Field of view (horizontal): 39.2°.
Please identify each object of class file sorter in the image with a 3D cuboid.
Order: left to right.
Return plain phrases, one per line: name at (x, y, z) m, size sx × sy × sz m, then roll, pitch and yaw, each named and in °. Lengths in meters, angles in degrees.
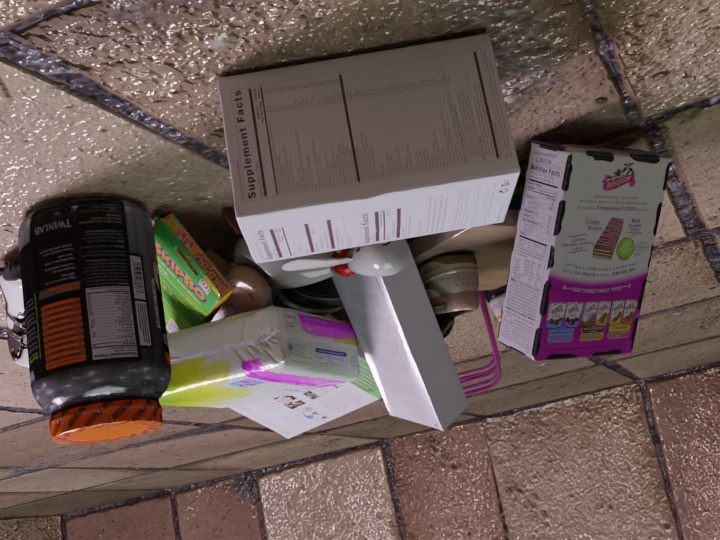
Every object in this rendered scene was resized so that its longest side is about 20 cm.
file sorter at (0.107, 0.086, 1.286) m, size 0.125 × 0.139 × 0.200 m, roll -14°, pitch -179°, yaw 7°

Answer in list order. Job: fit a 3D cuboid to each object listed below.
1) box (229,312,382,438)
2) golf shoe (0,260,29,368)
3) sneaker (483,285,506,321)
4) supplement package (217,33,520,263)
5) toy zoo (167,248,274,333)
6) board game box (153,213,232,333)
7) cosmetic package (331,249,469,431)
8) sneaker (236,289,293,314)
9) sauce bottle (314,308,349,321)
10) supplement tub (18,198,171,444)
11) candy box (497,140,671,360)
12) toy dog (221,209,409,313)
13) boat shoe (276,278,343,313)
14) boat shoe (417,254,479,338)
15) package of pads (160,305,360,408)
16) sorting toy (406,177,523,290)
box at (-0.064, 0.128, 1.184) m, size 0.200 × 0.036 × 0.144 m, roll -27°, pitch 135°, yaw 33°
golf shoe at (-0.331, 0.050, 1.050) m, size 0.077 × 0.095 × 0.200 m, roll -5°, pitch 162°, yaw -14°
sneaker at (0.264, 0.022, 1.370) m, size 0.199 × 0.080 × 0.078 m, roll -11°, pitch 164°, yaw -5°
supplement package at (0.005, -0.087, 0.753) m, size 0.199 × 0.114 × 0.110 m, roll -9°, pitch 163°, yaw -1°
toy zoo at (-0.168, 0.048, 1.133) m, size 0.200 × 0.020 × 0.131 m, roll -27°, pitch 117°, yaw 41°
board game box at (-0.183, 0.013, 1.020) m, size 0.030 × 0.096 × 0.200 m, roll -38°, pitch 177°, yaw -24°
cosmetic package at (0.040, 0.064, 1.030) m, size 0.051 × 0.200 × 0.082 m, roll -37°, pitch -151°, yaw -30°
sneaker at (-0.130, 0.048, 1.221) m, size 0.199 × 0.075 × 0.087 m, roll -16°, pitch 169°, yaw 21°
sauce bottle at (-0.101, 0.100, 1.227) m, size 0.200 × 0.065 × 0.065 m, roll -25°, pitch 159°, yaw 27°
supplement tub at (-0.236, 0.047, 0.902) m, size 0.122 × 0.201 × 0.123 m, roll -9°, pitch 165°, yaw -3°
candy box at (0.215, -0.019, 0.975) m, size 0.136 × 0.201 × 0.061 m, roll 0°, pitch -164°, yaw -33°
toy dog at (-0.056, -0.031, 0.957) m, size 0.199 × 0.132 × 0.096 m, roll -21°, pitch 123°, yaw 20°
boat shoe at (0.000, 0.000, 1.141) m, size 0.201 × 0.072 × 0.061 m, roll -9°, pitch 163°, yaw -34°
boat shoe at (0.067, 0.043, 1.078) m, size 0.072 × 0.065 × 0.200 m, roll -3°, pitch 163°, yaw -25°
package of pads at (-0.116, 0.093, 1.039) m, size 0.199 × 0.068 × 0.154 m, roll -15°, pitch 164°, yaw 28°
sorting toy at (0.125, -0.041, 1.072) m, size 0.199 × 0.070 × 0.199 m, roll 1°, pitch 161°, yaw -36°
